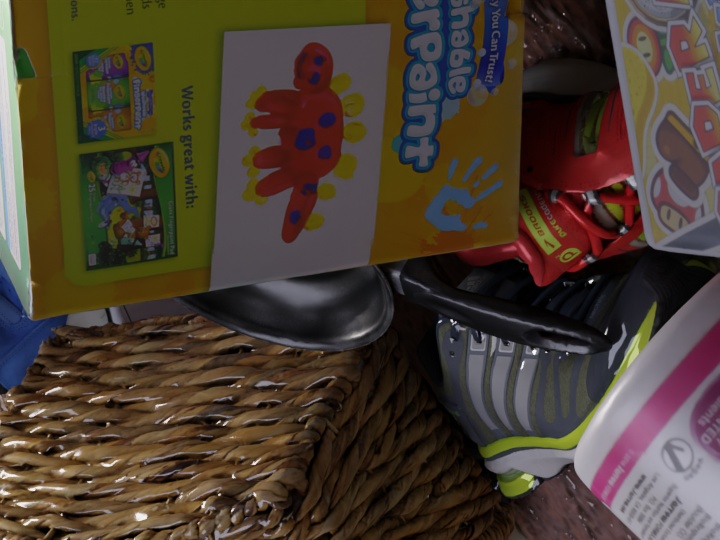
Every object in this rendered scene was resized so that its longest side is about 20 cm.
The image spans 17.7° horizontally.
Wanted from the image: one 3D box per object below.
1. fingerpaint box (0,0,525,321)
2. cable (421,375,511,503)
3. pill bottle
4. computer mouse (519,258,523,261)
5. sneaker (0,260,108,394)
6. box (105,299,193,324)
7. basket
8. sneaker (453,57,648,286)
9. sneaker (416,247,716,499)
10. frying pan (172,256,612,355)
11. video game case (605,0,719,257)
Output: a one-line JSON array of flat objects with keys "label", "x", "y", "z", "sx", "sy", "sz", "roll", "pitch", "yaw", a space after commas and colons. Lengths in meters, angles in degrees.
[{"label": "fingerpaint box", "x": -0.035, "y": -0.100, "z": 0.712, "sx": 0.073, "sy": 0.166, "sz": 0.201, "roll": -129, "pitch": 33, "yaw": -57}, {"label": "cable", "x": -0.006, "y": 0.112, "z": 1.120, "sx": 0.163, "sy": 0.051, "sz": 0.201, "roll": 29, "pitch": 141, "yaw": 17}, {"label": "pill bottle", "x": 0.177, "y": 0.091, "z": 0.753, "sx": 0.200, "sy": 0.113, "sz": 0.114, "roll": 43, "pitch": 154, "yaw": 15}, {"label": "computer mouse", "x": 0.012, "y": -0.083, "z": 0.891, "sx": 0.200, "sy": 0.034, "sz": 0.059, "roll": 56, "pitch": 154, "yaw": -12}, {"label": "sneaker", "x": -0.186, "y": -0.019, "z": 1.050, "sx": 0.077, "sy": 0.111, "sz": 0.201, "roll": 50, "pitch": 157, "yaw": 45}, {"label": "box", "x": -0.136, "y": -0.025, "z": 1.143, "sx": 0.201, "sy": 0.036, "sz": 0.144, "roll": 65, "pitch": 164, "yaw": 15}, {"label": "basket", "x": -0.057, "y": 0.115, "z": 0.995, "sx": 0.199, "sy": 0.143, "sz": 0.149, "roll": -6, "pitch": 132, "yaw": 34}, {"label": "sneaker", "x": 0.090, "y": -0.028, "z": 0.772, "sx": 0.077, "sy": 0.085, "sz": 0.200, "roll": 56, "pitch": 155, "yaw": -13}, {"label": "sneaker", "x": 0.071, "y": 0.030, "z": 0.890, "sx": 0.081, "sy": 0.074, "sz": 0.200, "roll": 42, "pitch": 154, "yaw": 0}, {"label": "frying pan", "x": -0.010, "y": -0.010, "z": 0.832, "sx": 0.189, "sy": 0.031, "sz": 0.115, "roll": -4, "pitch": 142, "yaw": 39}, {"label": "video game case", "x": 0.126, "y": -0.097, "z": 0.618, "sx": 0.182, "sy": 0.023, "sz": 0.201, "roll": 8, "pitch": 114, "yaw": 56}]
